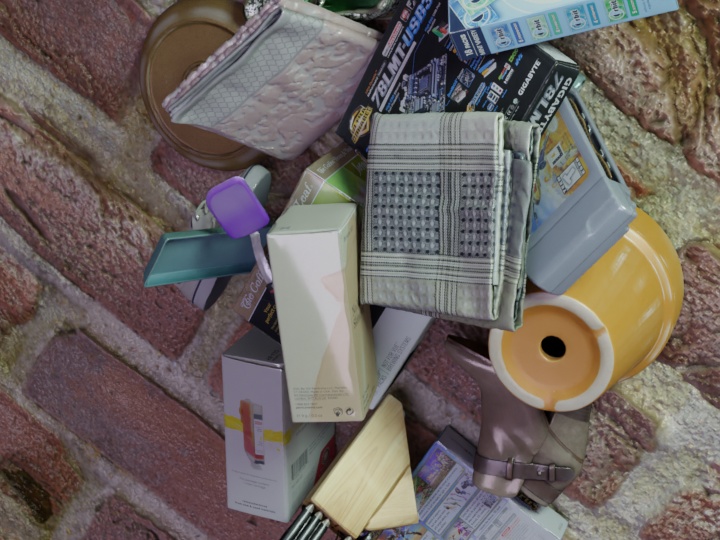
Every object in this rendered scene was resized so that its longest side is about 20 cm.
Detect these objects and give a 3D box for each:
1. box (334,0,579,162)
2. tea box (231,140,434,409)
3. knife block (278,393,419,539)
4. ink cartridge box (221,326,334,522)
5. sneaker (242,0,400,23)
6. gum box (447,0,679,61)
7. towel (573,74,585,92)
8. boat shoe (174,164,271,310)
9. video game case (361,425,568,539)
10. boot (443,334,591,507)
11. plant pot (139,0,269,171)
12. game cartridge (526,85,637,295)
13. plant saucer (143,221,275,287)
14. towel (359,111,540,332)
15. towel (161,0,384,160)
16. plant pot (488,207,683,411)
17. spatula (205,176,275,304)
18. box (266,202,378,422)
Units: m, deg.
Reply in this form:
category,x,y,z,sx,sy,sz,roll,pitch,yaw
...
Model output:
category,x,y,z,sx,sy,sz,roll,pitch,yaw
box,0.087,-0.163,1.248,0.198,0.049,0.201,44,116,34
tea box,0.000,0.000,1.395,0.196,0.134,0.201,35,120,5
knife block,-0.028,0.251,1.459,0.173,0.064,0.203,-4,77,-15
ink cartridge box,-0.092,0.164,1.498,0.082,0.145,0.203,10,115,21
sneaker,-0.041,-0.281,1.320,0.198,0.089,0.078,-5,109,25
gum box,0.177,-0.289,1.167,0.197,0.172,0.045,-11,147,19
towel,0.116,-0.158,1.329,0.170,0.048,0.201,32,120,7
boat shoe,-0.167,-0.048,1.488,0.069,0.071,0.201,34,125,9
video game case,0.117,0.312,1.527,0.181,0.045,0.201,37,121,5
boot,0.159,0.174,1.425,0.198,0.070,0.148,24,105,1
plant pot,-0.167,-0.205,1.444,0.198,0.027,0.203,9,115,21
game cartridge,0.176,-0.083,1.213,0.041,0.202,0.133,20,128,-38
plant saucer,-0.154,-0.022,1.426,0.019,0.199,0.070,47,124,26
towel,0.076,-0.050,1.202,0.198,0.034,0.195,8,94,41
towel,-0.074,-0.192,1.326,0.199,0.190,0.033,-35,59,34
plant pot,0.212,0.046,1.293,0.198,0.183,0.203,9,115,19
spatula,-0.098,-0.003,1.347,0.056,0.021,0.202,-22,101,25
box,-0.036,0.042,1.292,0.077,0.095,0.203,-2,111,13
